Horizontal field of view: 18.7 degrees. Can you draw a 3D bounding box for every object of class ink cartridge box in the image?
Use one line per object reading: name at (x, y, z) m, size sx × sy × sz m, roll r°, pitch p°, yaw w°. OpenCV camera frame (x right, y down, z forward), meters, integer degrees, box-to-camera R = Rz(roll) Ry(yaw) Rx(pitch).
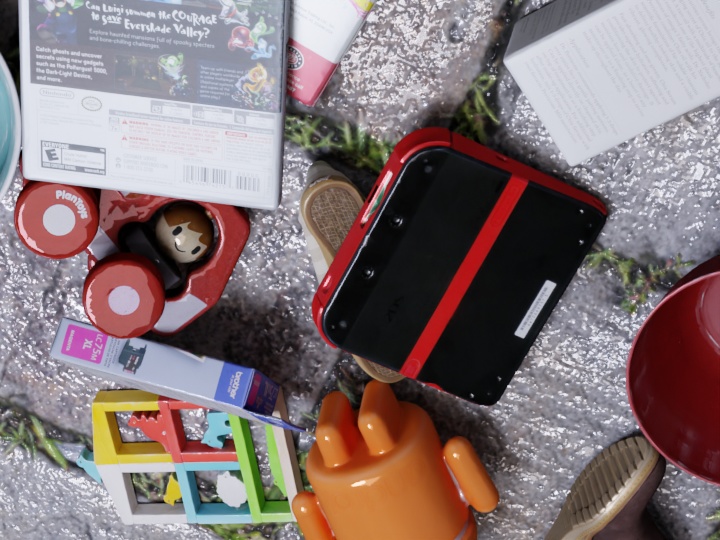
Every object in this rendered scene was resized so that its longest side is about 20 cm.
ink cartridge box at (-0.142, 0.087, 1.785) m, size 0.198 × 0.119 × 0.042 m, roll 17°, pitch 83°, yaw 11°
ink cartridge box at (-0.043, -0.244, 1.582) m, size 0.145 × 0.083 × 0.201 m, roll 31°, pitch 123°, yaw -5°

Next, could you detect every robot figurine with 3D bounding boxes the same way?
robot figurine at (0.025, 0.190, 1.814) m, size 0.143 × 0.116 × 0.201 m, roll -34°, pitch 116°, yaw -19°

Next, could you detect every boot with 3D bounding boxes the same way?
boot at (0.245, 0.235, 1.830) m, size 0.165 × 0.073 × 0.201 m, roll 24°, pitch 123°, yaw -16°

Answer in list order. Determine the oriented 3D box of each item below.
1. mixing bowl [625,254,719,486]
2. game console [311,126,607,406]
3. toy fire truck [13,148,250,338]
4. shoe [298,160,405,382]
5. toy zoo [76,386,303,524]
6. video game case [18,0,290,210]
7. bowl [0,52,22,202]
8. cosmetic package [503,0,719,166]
mixing bowl at (0.306, 0.058, 1.667) m, size 0.198 × 0.109 × 0.202 m, roll 7°, pitch 122°, yaw 11°
game console at (0.073, -0.001, 1.704) m, size 0.176 × 0.031 × 0.201 m, roll 21°, pitch 114°, yaw -19°
toy fire truck at (-0.170, -0.054, 1.726) m, size 0.167 × 0.112 × 0.200 m, roll -37°, pitch 107°, yaw 8°
shoe at (0.000, 0.000, 1.747) m, size 0.069 × 0.053 × 0.201 m, roll -25°, pitch 120°, yaw -7°
toy zoo at (-0.153, 0.162, 1.896) m, size 0.198 × 0.021 × 0.132 m, roll -2°, pitch 120°, yaw 14°
video game case at (-0.152, -0.140, 1.600) m, size 0.198 × 0.023 × 0.183 m, roll 7°, pitch 120°, yaw 7°
bowl at (-0.342, -0.115, 1.700) m, size 0.199 × 0.105 × 0.203 m, roll 1°, pitch 97°, yaw 10°
cosmetic package at (0.214, -0.169, 1.572) m, size 0.199 × 0.071 × 0.102 m, roll -25°, pitch 112°, yaw 26°
